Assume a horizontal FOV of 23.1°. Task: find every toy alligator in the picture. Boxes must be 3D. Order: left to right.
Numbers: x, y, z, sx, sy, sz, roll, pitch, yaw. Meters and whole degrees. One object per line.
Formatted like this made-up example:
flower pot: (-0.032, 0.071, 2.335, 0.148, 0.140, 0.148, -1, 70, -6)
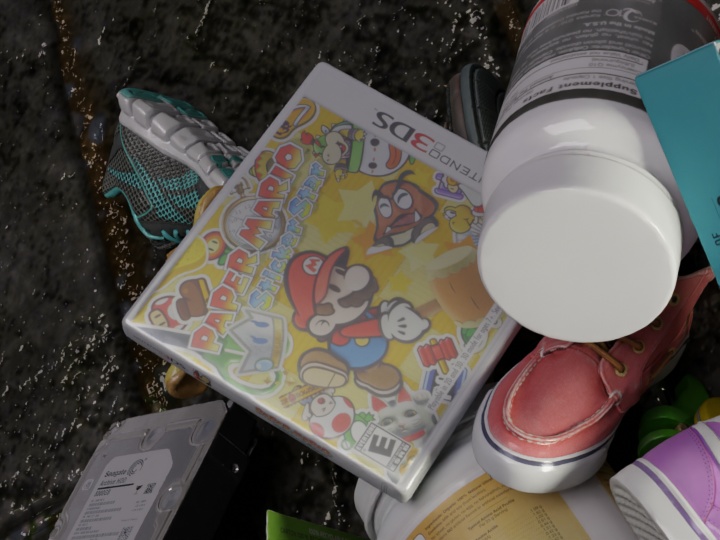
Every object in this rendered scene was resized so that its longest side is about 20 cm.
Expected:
toy alligator: (0.184, 0.133, 0.935, 0.200, 0.054, 0.059, -101, 30, -41)

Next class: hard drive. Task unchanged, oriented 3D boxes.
hard drive: (-0.152, 0.177, 1.112, 0.140, 0.038, 0.200, -14, 40, 46)

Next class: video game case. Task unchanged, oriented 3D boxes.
video game case: (0.000, 0.000, 0.965, 0.182, 0.023, 0.200, 30, 68, 13)

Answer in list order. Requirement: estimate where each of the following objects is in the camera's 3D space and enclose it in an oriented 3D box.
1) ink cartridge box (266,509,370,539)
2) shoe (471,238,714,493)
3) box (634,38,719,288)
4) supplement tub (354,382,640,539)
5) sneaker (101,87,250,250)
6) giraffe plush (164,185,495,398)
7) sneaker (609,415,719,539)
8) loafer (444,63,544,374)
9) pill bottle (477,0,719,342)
ink cartridge box: (0.018, 0.236, 0.978, 0.076, 0.148, 0.200, -16, 66, 29)
shoe: (0.128, 0.035, 0.937, 0.071, 0.200, 0.091, 29, 126, 21)
box: (0.207, -0.016, 0.839, 0.049, 0.082, 0.200, -22, 90, 43)
supplement tub: (0.096, 0.174, 0.950, 0.145, 0.145, 0.200, -43, 55, 14)
sneaker: (-0.111, -0.047, 1.220, 0.200, 0.078, 0.091, 40, 113, 39)
giraffe plush: (-0.030, 0.014, 1.043, 0.200, 0.162, 0.173, -16, 76, 52)
sneaker: (0.221, 0.149, 0.840, 0.114, 0.073, 0.201, -28, 65, -11)
loafer: (0.079, -0.032, 1.080, 0.063, 0.072, 0.200, -30, 62, 29)
pill bottle: (0.125, -0.062, 0.907, 0.114, 0.114, 0.200, -17, 32, 28)
